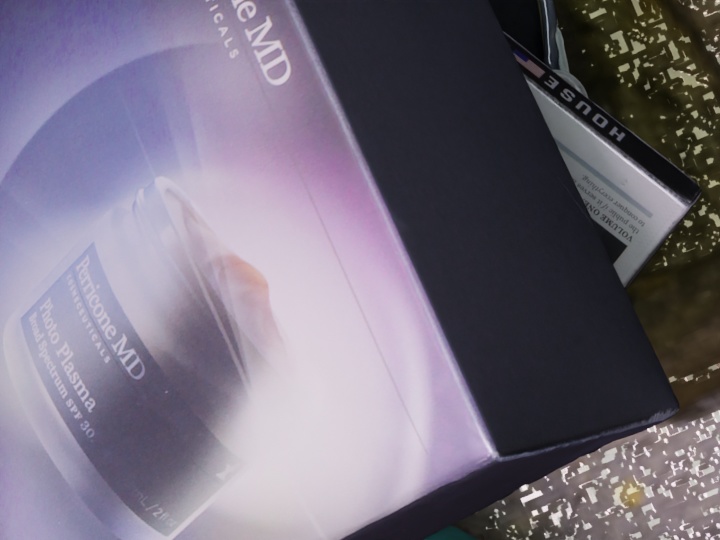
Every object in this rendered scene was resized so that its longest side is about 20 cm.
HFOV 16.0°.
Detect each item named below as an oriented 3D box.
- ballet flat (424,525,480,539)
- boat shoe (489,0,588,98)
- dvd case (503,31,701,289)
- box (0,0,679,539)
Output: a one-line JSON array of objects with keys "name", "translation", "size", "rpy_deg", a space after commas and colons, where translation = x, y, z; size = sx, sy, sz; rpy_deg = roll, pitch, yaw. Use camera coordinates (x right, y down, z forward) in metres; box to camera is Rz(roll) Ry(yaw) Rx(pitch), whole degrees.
[{"name": "ballet flat", "translation": [0.058, 0.135, 0.860], "size": [0.200, 0.071, 0.071], "rpy_deg": [21, 95, 10]}, {"name": "boat shoe", "translation": [0.043, -0.062, 0.893], "size": [0.075, 0.062, 0.200], "rpy_deg": [-1, 92, 8]}, {"name": "dvd case", "translation": [0.000, 0.000, 0.882], "size": [0.150, 0.025, 0.200], "rpy_deg": [38, 119, 4]}, {"name": "box", "translation": [-0.045, 0.001, 0.790], "size": [0.198, 0.123, 0.200], "rpy_deg": [-31, 78, 29]}]
